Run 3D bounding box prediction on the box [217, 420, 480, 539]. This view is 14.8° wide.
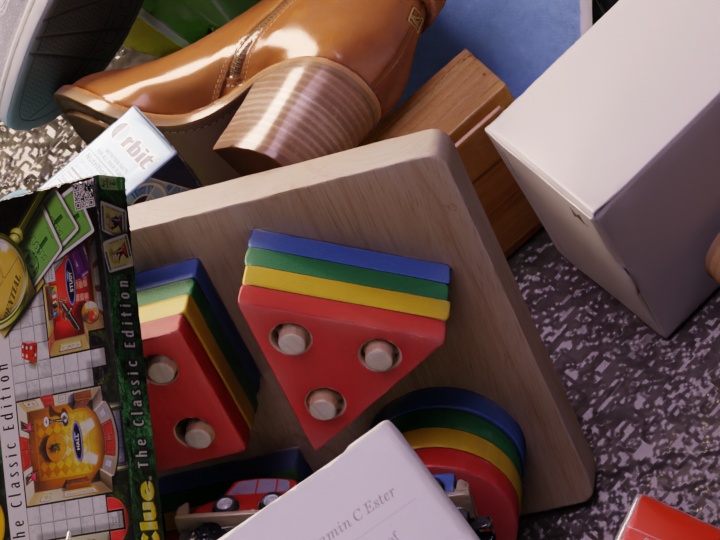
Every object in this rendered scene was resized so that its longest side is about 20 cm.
[{"bbox_3d":[0.009,0.185,0.982,0.152,0.106,0.200,-33,68,-9],"label":"box"}]

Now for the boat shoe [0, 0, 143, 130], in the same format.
[{"bbox_3d":[-0.140,-0.165,1.319,0.065,0.074,0.203,31,115,29],"label":"boat shoe"}]

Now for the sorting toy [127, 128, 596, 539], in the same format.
[{"bbox_3d":[-0.024,0.059,1.168,0.197,0.201,0.070,-13,37,18],"label":"sorting toy"}]

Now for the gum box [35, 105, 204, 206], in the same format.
[{"bbox_3d":[-0.132,0.047,1.257,0.200,0.170,0.045,-41,50,-3],"label":"gum box"}]

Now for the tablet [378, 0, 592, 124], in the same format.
[{"bbox_3d":[0.050,-0.154,1.331,0.129,0.014,0.202,0,94,24],"label":"tablet"}]

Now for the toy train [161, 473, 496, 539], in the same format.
[{"bbox_3d":[-0.042,0.108,1.137,0.198,0.034,0.046,-5,39,13],"label":"toy train"}]

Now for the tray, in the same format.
[{"bbox_3d":[0.000,0.000,1.269,0.200,0.099,0.037,-41,51,-4],"label":"tray"}]

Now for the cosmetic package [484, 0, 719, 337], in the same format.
[{"bbox_3d":[0.166,-0.082,1.238,0.200,0.108,0.085,-42,50,-6],"label":"cosmetic package"}]

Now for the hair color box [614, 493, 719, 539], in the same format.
[{"bbox_3d":[0.092,0.199,1.082,0.061,0.102,0.201,24,70,13],"label":"hair color box"}]

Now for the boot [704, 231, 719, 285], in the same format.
[{"bbox_3d":[0.259,-0.023,1.185,0.201,0.071,0.144,-46,57,-4],"label":"boot"}]

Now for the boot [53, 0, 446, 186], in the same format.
[{"bbox_3d":[-0.045,-0.108,1.295,0.199,0.077,0.156,3,52,53],"label":"boot"}]

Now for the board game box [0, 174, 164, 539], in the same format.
[{"bbox_3d":[-0.126,0.070,1.106,0.104,0.023,0.202,-13,81,38],"label":"board game box"}]

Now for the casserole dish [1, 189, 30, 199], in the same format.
[{"bbox_3d":[-0.188,0.021,1.338,0.121,0.039,0.200,-42,17,-4],"label":"casserole dish"}]

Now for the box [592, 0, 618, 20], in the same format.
[{"bbox_3d":[0.122,-0.235,1.397,0.157,0.051,0.200,29,74,38],"label":"box"}]

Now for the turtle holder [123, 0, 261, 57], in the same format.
[{"bbox_3d":[-0.085,-0.161,1.412,0.131,0.187,0.141,-13,10,35],"label":"turtle holder"}]

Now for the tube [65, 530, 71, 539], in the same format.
[{"bbox_3d":[-0.129,0.193,1.055,0.052,0.201,0.058,-19,52,-32],"label":"tube"}]
